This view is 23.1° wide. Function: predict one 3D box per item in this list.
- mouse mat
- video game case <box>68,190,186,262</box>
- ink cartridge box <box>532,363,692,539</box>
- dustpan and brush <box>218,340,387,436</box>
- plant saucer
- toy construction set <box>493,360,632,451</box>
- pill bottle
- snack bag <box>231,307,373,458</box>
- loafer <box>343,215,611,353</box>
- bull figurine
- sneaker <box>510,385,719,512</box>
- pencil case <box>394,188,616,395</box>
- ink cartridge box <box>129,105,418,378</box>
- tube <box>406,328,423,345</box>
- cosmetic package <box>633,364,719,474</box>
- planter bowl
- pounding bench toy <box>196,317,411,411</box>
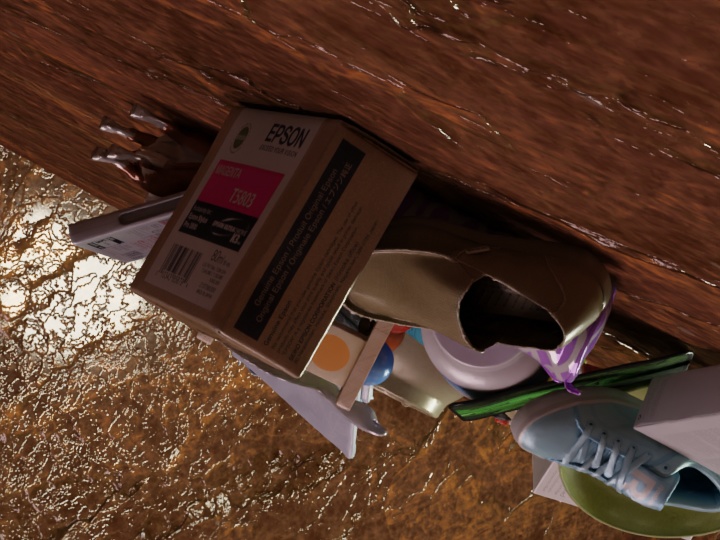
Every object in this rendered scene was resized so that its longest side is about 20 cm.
[{"bbox_3d":[0.175,0.097,1.454,0.200,0.008,0.161,-12,169,6],"label":"mouse mat"},{"bbox_3d":[-0.157,-0.048,1.622,0.182,0.022,0.200,-16,174,5],"label":"video game case"},{"bbox_3d":[0.269,0.171,1.594,0.200,0.117,0.068,17,-141,-11],"label":"ink cartridge box"},{"bbox_3d":[-0.047,0.081,1.521,0.200,0.057,0.139,25,-169,34],"label":"dustpan and brush"},{"bbox_3d":[0.270,0.155,1.513,0.200,0.200,0.031,29,-141,-21],"label":"plant saucer"},{"bbox_3d":[0.200,0.123,1.704,0.131,0.092,0.200,-1,-174,-24],"label":"toy construction set"},{"bbox_3d":[0.107,0.049,1.438,0.109,0.109,0.200,26,176,11],"label":"pill bottle"},{"bbox_3d":[-0.057,0.071,1.673,0.189,0.021,0.200,39,146,27],"label":"snack bag"},{"bbox_3d":[0.066,0.012,1.190,0.200,0.067,0.076,2,125,22],"label":"loafer"},{"bbox_3d":[-0.184,-0.100,1.642,0.121,0.065,0.200,25,166,-20],"label":"bull figurine"},{"bbox_3d":[0.219,0.150,1.417,0.200,0.074,0.082,11,-148,-20],"label":"sneaker"},{"bbox_3d":[0.085,0.009,1.270,0.200,0.086,0.084,25,179,12],"label":"pencil case"},{"bbox_3d":[-0.067,-0.026,1.237,0.075,0.165,0.200,32,173,-25],"label":"ink cartridge box"},{"bbox_3d":[0.000,0.000,1.599,0.200,0.050,0.077,33,-178,23],"label":"tube"},{"bbox_3d":[0.333,0.139,1.352,0.200,0.052,0.151,28,165,-14],"label":"cosmetic package"},{"bbox_3d":[0.049,0.059,1.704,0.200,0.135,0.200,28,176,2],"label":"planter bowl"},{"bbox_3d":[-0.021,-0.001,1.477,0.156,0.124,0.200,26,-153,-1],"label":"pounding bench toy"}]
